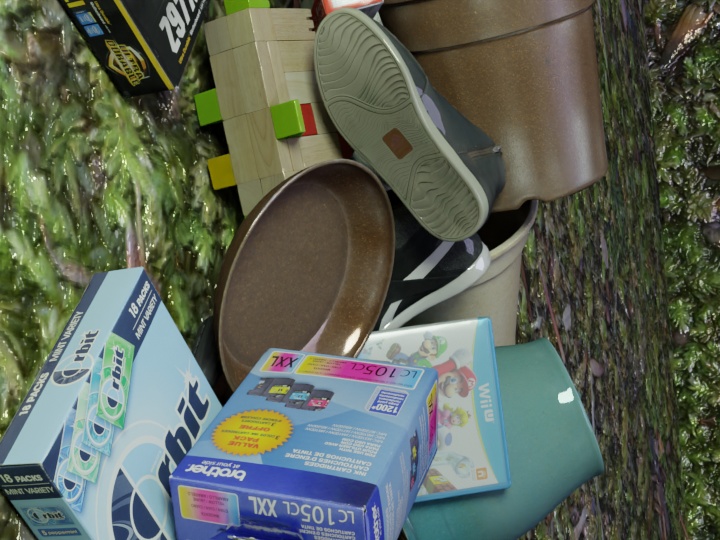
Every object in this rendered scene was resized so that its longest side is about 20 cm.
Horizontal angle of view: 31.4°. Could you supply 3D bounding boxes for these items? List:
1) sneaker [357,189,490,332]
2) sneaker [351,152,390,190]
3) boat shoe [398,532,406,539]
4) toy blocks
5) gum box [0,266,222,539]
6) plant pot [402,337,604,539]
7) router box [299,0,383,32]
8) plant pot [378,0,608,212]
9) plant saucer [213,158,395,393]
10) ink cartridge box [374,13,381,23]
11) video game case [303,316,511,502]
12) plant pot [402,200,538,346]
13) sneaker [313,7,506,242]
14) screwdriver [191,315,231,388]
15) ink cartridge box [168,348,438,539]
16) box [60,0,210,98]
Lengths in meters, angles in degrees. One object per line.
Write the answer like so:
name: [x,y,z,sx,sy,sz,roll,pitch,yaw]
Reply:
sneaker: [0.000,0.000,1.078,0.112,0.199,0.073,54,5,-23]
sneaker: [0.016,-0.102,1.181,0.076,0.076,0.201,118,-41,-54]
boat shoe: [-0.002,0.209,1.120,0.072,0.067,0.201,-73,147,-44]
toy blocks: [-0.048,-0.130,1.028,0.136,0.099,0.202,-15,94,-52]
gum box: [-0.144,0.129,0.836,0.171,0.044,0.201,-70,145,-47]
plant pot: [0.111,0.156,1.163,0.200,0.187,0.201,-23,90,-89]
router box: [-0.035,-0.292,1.086,0.200,0.048,0.181,-164,-121,-85]
plant pot: [0.127,-0.166,1.118,0.200,0.199,0.200,-46,124,-62]
plant saucer: [-0.048,0.009,0.969,0.200,0.036,0.202,-32,133,-42]
ink cartridge box: [0.083,-0.225,1.282,0.068,0.198,0.117,48,41,-53]
video game case: [0.019,0.122,1.053,0.018,0.198,0.144,174,-92,-82]
plant pot: [0.080,0.009,1.252,0.201,0.199,0.184,-70,156,-47]
sneaker: [0.040,-0.122,1.014,0.201,0.075,0.106,57,27,-8]
screwdriver: [-0.099,0.012,1.002,0.029,0.028,0.201,104,1,-47]
ink cartridge box: [-0.036,0.137,0.846,0.200,0.135,0.077,-57,147,-56]
box: [-0.160,-0.249,0.910,0.160,0.049,0.201,63,30,-43]
